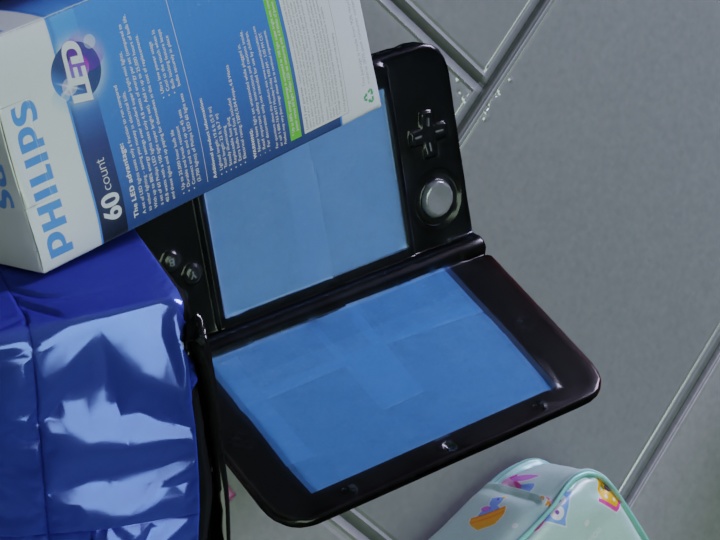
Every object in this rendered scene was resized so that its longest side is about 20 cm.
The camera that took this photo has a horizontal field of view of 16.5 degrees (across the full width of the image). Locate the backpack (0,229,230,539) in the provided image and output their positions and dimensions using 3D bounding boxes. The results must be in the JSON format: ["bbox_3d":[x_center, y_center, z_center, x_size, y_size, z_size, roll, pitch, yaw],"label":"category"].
[{"bbox_3d":[-0.143,0.095,1.063,0.167,0.163,0.201,-10,110,-9],"label":"backpack"}]

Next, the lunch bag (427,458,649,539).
[{"bbox_3d":[0.084,0.217,1.368,0.200,0.077,0.161,-43,116,-20],"label":"lunch bag"}]

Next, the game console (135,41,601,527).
[{"bbox_3d":[0.000,0.000,1.189,0.199,0.119,0.173,-21,112,-31],"label":"game console"}]

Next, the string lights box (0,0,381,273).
[{"bbox_3d":[-0.088,-0.086,1.075,0.200,0.059,0.103,-28,116,-36],"label":"string lights box"}]

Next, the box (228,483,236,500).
[{"bbox_3d":[-0.192,0.091,1.176,0.176,0.097,0.200,-45,115,-19],"label":"box"}]
